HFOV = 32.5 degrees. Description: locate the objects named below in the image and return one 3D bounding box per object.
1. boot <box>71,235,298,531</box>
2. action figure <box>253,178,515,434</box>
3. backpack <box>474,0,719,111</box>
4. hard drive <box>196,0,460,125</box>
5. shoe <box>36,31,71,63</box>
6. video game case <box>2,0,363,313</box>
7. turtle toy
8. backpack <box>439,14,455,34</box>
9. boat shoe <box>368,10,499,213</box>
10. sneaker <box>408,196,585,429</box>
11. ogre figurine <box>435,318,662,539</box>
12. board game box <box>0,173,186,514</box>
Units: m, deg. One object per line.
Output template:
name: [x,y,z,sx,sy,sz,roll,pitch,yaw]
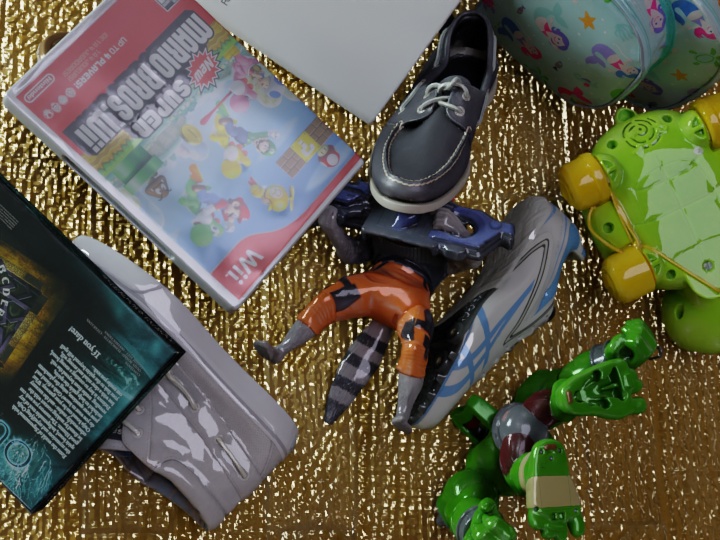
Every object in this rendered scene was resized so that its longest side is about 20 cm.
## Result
boot: [-0.139,0.075,0.797,0.200,0.074,0.096,43,67,-1]
action figure: [0.000,0.000,0.873,0.199,0.105,0.194,21,61,19]
backpack: [0.196,-0.211,0.927,0.199,0.178,0.151,36,69,-5]
hard drive: [-0.041,-0.206,0.873,0.199,0.132,0.027,33,40,-8]
shoe: [-0.130,-0.115,0.865,0.198,0.054,0.070,13,42,-20]
video game case: [-0.112,-0.090,0.815,0.200,0.017,0.143,43,67,-6]
turtle toy: [0.237,-0.031,0.936,0.145,0.101,0.201,-24,87,-1]
backpack: [0.036,-0.317,0.917,0.182,0.147,0.201,25,67,-14]
boat shoe: [0.054,-0.117,0.878,0.072,0.063,0.201,14,43,13]
sneaker: [0.099,0.037,0.891,0.072,0.072,0.201,42,71,-15]
ogre figurine: [0.119,0.118,0.849,0.098,0.120,0.201,27,71,-15]
board game box: [-0.226,0.032,0.764,0.200,0.028,0.135,43,90,4]
